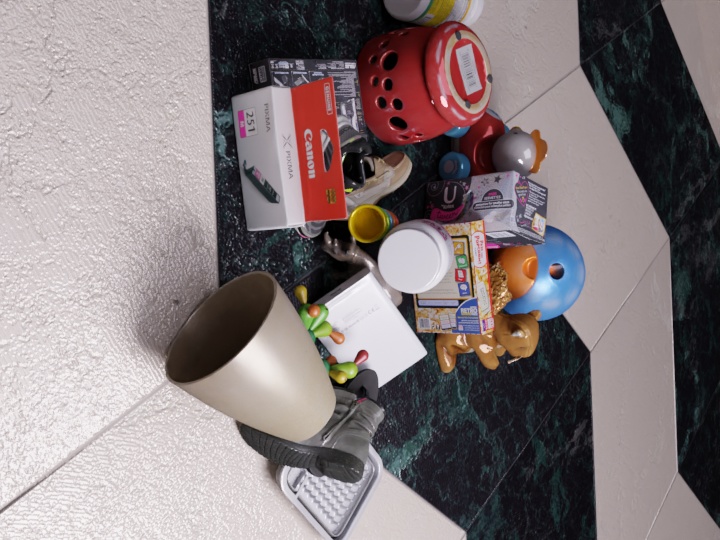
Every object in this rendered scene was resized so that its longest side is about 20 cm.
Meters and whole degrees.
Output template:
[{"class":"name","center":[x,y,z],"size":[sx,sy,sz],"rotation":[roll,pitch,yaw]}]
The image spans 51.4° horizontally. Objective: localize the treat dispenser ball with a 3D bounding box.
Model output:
[{"class":"treat dispenser ball","center":[0.365,0.004,1.558],"size":[0.200,0.200,0.203],"rotation":[2,87,-47]}]

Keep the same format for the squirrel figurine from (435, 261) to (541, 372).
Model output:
[{"class":"squirrel figurine","center":[0.246,0.091,1.435],"size":[0.141,0.186,0.202],"rotation":[-26,108,-44]}]

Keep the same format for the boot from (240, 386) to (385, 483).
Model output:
[{"class":"boot","center":[-0.069,0.230,1.126],"size":[0.068,0.198,0.131],"rotation":[104,5,-49]}]

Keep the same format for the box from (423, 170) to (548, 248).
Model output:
[{"class":"box","center":[0.234,-0.111,1.420],"size":[0.132,0.199,0.116],"rotation":[15,76,-46]}]

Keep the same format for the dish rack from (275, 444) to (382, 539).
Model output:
[{"class":"dish rack","center":[-0.053,0.325,1.206],"size":[0.201,0.043,0.172],"rotation":[57,50,-30]}]

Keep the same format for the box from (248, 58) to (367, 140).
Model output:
[{"class":"box","center":[-0.076,-0.254,1.195],"size":[0.199,0.050,0.159],"rotation":[-17,101,-46]}]

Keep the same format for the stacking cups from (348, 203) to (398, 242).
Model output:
[{"class":"stacking cups","center":[0.034,-0.079,1.242],"size":[0.200,0.060,0.061],"rotation":[-15,101,-75]}]

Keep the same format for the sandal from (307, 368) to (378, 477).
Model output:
[{"class":"sandal","center":[-0.016,0.242,1.185],"size":[0.200,0.045,0.075],"rotation":[-54,125,-35]}]

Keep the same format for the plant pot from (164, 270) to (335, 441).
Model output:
[{"class":"plant pot","center":[-0.127,0.137,1.016],"size":[0.200,0.186,0.188],"rotation":[50,55,-30]}]

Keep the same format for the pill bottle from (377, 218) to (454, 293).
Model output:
[{"class":"pill bottle","center":[0.090,-0.024,1.211],"size":[0.200,0.112,0.114],"rotation":[-30,114,-78]}]

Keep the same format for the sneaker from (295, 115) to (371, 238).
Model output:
[{"class":"sneaker","center":[-0.042,-0.132,1.157],"size":[0.073,0.087,0.201],"rotation":[-2,121,-53]}]

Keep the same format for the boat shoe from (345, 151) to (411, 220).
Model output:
[{"class":"boat shoe","center":[0.018,-0.161,1.278],"size":[0.200,0.073,0.070],"rotation":[-45,126,-38]}]

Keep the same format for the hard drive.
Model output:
[{"class":"hard drive","center":[0.009,0.105,1.240],"size":[0.131,0.027,0.200],"rotation":[-34,121,2]}]

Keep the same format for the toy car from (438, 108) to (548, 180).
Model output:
[{"class":"toy car","center":[0.286,-0.244,1.482],"size":[0.184,0.199,0.179],"rotation":[6,84,-48]}]

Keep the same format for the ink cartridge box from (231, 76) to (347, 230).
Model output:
[{"class":"ink cartridge box","center":[-0.104,-0.162,1.070],"size":[0.043,0.173,0.202],"rotation":[-11,97,-47]}]

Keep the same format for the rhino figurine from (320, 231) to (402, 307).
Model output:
[{"class":"rhino figurine","center":[0.000,0.000,1.242],"size":[0.200,0.087,0.060],"rotation":[51,54,-34]}]

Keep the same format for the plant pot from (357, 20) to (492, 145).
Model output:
[{"class":"plant pot","center":[0.116,-0.331,1.315],"size":[0.199,0.182,0.202],"rotation":[1,88,-45]}]

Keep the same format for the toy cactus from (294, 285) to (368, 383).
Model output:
[{"class":"toy cactus","center":[-0.091,0.125,1.131],"size":[0.200,0.102,0.166],"rotation":[42,77,-28]}]

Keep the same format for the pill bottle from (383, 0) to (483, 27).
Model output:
[{"class":"pill bottle","center":[0.142,-0.512,1.399],"size":[0.199,0.112,0.114],"rotation":[-8,95,-47]}]

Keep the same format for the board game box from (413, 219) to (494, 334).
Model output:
[{"class":"board game box","center":[0.163,0.013,1.374],"size":[0.046,0.151,0.202],"rotation":[-12,98,-46]}]
